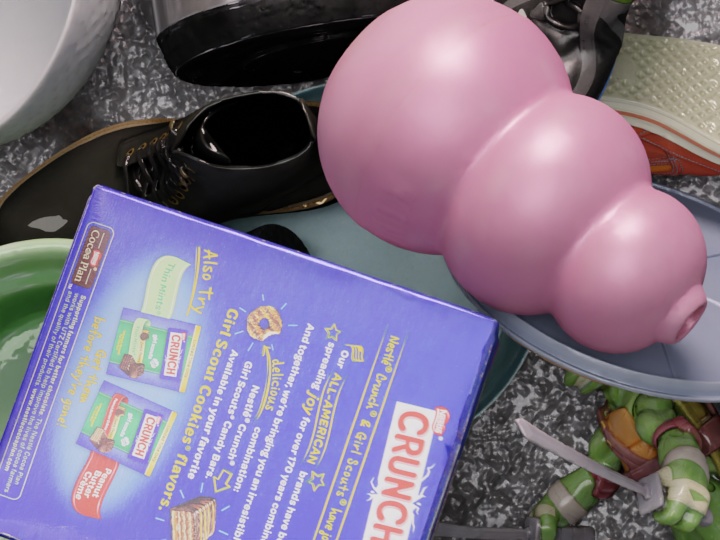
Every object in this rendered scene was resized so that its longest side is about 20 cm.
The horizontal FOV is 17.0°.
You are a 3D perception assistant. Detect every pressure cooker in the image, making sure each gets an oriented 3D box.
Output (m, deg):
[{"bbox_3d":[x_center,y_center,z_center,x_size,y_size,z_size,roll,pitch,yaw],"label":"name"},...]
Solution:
[{"bbox_3d":[-0.034,-0.204,1.223,0.178,0.176,0.201,-10,84,22],"label":"pressure cooker"}]

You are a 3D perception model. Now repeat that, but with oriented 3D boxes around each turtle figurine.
[{"bbox_3d":[0.138,0.136,1.202,0.194,0.200,0.144,48,126,3],"label":"turtle figurine"}]

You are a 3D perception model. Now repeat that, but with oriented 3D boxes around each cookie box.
[{"bbox_3d":[-0.054,0.075,1.121,0.199,0.075,0.172,19,84,7],"label":"cookie box"}]

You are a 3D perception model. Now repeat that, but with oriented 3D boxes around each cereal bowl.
[{"bbox_3d":[-0.201,-0.161,1.268,0.200,0.083,0.201,1,93,30],"label":"cereal bowl"}]

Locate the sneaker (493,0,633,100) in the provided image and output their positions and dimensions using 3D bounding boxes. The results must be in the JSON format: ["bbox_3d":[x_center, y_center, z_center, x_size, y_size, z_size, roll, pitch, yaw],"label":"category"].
[{"bbox_3d":[0.112,-0.155,1.180,0.071,0.083,0.200,27,96,6],"label":"sneaker"}]

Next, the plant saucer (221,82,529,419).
[{"bbox_3d":[0.000,0.000,1.280,0.199,0.027,0.201,0,87,6],"label":"plant saucer"}]

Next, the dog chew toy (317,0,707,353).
[{"bbox_3d":[0.075,-0.037,1.110,0.200,0.125,0.125,41,91,19],"label":"dog chew toy"}]

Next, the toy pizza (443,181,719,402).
[{"bbox_3d":[0.135,0.011,1.197,0.200,0.200,0.032,19,121,7],"label":"toy pizza"}]

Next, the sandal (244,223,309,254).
[{"bbox_3d":[-0.027,0.076,1.238,0.048,0.075,0.201,-26,75,29],"label":"sandal"}]

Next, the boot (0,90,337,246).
[{"bbox_3d":[-0.104,-0.052,1.212,0.199,0.138,0.078,-19,84,6],"label":"boot"}]

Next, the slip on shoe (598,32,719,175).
[{"bbox_3d":[0.157,-0.079,1.254,0.199,0.061,0.074,12,53,0],"label":"slip on shoe"}]

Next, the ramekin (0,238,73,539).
[{"bbox_3d":[-0.148,0.090,1.217,0.199,0.098,0.201,-1,82,6],"label":"ramekin"}]
